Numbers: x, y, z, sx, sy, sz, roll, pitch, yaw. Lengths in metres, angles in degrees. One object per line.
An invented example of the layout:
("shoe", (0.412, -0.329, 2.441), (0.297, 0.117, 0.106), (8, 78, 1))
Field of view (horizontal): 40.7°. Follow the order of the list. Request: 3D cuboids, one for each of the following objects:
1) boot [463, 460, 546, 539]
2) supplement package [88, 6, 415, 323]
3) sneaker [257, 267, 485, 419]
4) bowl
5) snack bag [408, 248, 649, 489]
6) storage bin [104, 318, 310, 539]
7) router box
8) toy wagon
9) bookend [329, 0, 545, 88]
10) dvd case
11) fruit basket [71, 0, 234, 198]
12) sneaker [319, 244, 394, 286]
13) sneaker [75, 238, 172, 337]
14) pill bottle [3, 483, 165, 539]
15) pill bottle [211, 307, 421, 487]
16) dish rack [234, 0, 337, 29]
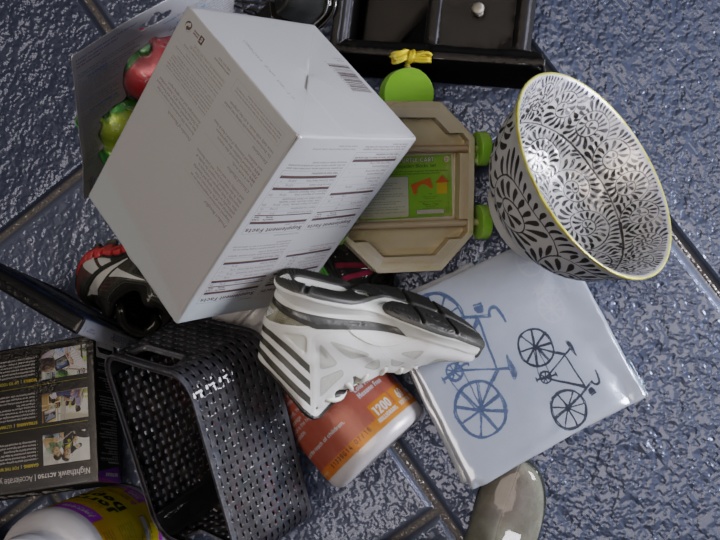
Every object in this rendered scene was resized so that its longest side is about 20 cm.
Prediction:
("boot", (0.115, 0.269, 0.863), (0.068, 0.131, 0.200), (19, 91, 12))
("supplement package", (-0.093, -0.085, 0.807), (0.152, 0.151, 0.200), (51, 123, 22))
("sneaker", (0.003, 0.074, 0.843), (0.200, 0.076, 0.116), (15, 107, -20))
("bowl", (0.176, -0.066, 0.863), (0.094, 0.201, 0.201), (-33, 80, 41))
("snack bag", (0.142, 0.073, 0.897), (0.200, 0.021, 0.189), (-25, 81, -13))
("storage bin", (-0.138, 0.154, 0.885), (0.135, 0.094, 0.200), (8, 117, 44))
("router box", (-0.350, 0.155, 0.993), (0.199, 0.051, 0.150), (-10, 74, 11))
("toy wagon", (0.044, -0.099, 0.887), (0.155, 0.040, 0.201), (-3, 97, -16))
("bookend", (0.086, -0.284, 0.918), (0.199, 0.092, 0.199), (8, 88, 11))
("dvd case", (-0.284, 0.035, 0.925), (0.142, 0.200, 0.018), (28, 83, 12))
("fruit basket", (-0.189, -0.172, 0.883), (0.094, 0.200, 0.185), (38, 60, 18))
("sneaker", (0.000, 0.000, 0.930), (0.084, 0.077, 0.200), (-42, 88, -2))
("sneaker", (-0.225, 0.019, 0.934), (0.200, 0.071, 0.098), (-16, 56, 46))
("pill bottle", (-0.266, 0.266, 0.908), (0.104, 0.200, 0.105), (-1, 87, 11))
("pill bottle", (-0.045, 0.096, 0.915), (0.112, 0.112, 0.200), (-44, 80, 7))
("dish rack", (-0.098, -0.308, 0.944), (0.153, 0.054, 0.201), (-25, 71, 49))
